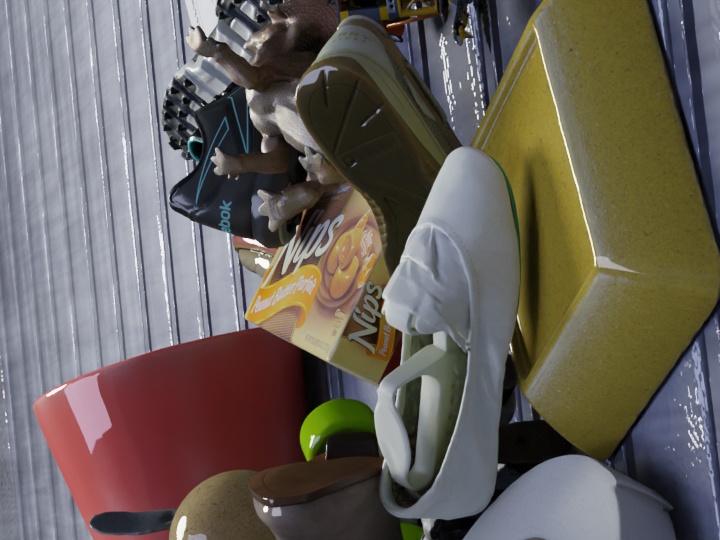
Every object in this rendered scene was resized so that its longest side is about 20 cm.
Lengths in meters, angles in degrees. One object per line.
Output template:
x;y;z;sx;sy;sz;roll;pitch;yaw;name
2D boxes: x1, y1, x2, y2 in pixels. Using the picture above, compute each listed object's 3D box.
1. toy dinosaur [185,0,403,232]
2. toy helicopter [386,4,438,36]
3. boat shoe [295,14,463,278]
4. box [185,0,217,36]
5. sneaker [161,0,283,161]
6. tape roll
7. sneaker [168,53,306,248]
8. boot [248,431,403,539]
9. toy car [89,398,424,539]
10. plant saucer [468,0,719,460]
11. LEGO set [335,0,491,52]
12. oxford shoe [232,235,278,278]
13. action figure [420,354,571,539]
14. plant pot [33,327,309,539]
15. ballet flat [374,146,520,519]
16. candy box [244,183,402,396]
-0.012;-0.095;1.485;0.200;0.136;0.086;44;142;26;toy dinosaur
0.004;-0.185;1.600;0.200;0.079;0.132;100;152;-72;toy helicopter
0.037;-0.044;1.410;0.201;0.073;0.063;54;-143;-22;boat shoe
-0.096;-0.254;1.950;0.200;0.041;0.156;103;157;-50;box
-0.074;-0.151;1.819;0.066;0.090;0.200;41;138;9;sneaker
0.080;0.186;1.276;0.203;0.037;0.203;-52;21;29;tape roll
-0.064;-0.102;1.651;0.075;0.079;0.200;85;-165;-47;sneaker
-0.009;0.170;1.401;0.200;0.070;0.146;-24;-69;-75;boot
-0.067;0.186;1.672;0.164;0.200;0.158;-117;27;-54;toy car
0.103;-0.032;1.294;0.200;0.048;0.200;114;149;-59;plant saucer
0.040;-0.223;1.412;0.154;0.116;0.200;-75;-21;-68;LEGO set
-0.041;0.007;1.775;0.200;0.070;0.075;-166;67;-75;oxford shoe
0.056;0.117;1.468;0.200;0.069;0.130;106;149;-58;action figure
-0.117;0.151;1.891;0.200;0.200;0.177;138;117;-70;plant pot
0.040;0.039;1.317;0.069;0.069;0.200;-127;36;-62;ballet flat
0.000;0.000;1.570;0.115;0.055;0.200;-63;17;-2;candy box
